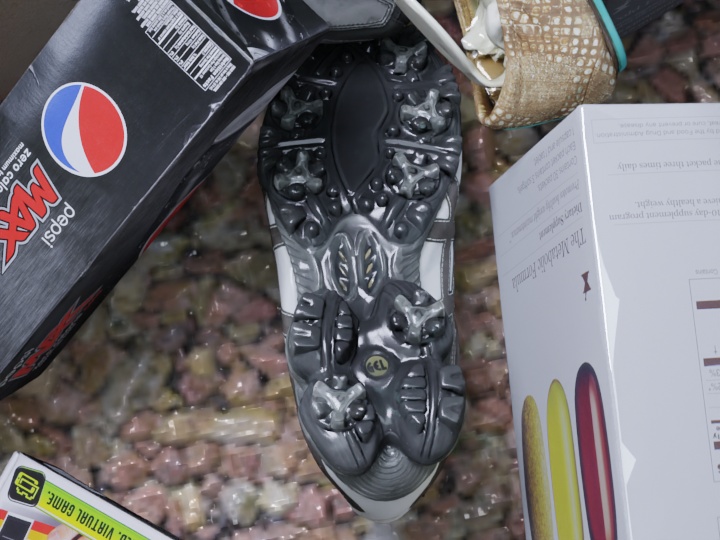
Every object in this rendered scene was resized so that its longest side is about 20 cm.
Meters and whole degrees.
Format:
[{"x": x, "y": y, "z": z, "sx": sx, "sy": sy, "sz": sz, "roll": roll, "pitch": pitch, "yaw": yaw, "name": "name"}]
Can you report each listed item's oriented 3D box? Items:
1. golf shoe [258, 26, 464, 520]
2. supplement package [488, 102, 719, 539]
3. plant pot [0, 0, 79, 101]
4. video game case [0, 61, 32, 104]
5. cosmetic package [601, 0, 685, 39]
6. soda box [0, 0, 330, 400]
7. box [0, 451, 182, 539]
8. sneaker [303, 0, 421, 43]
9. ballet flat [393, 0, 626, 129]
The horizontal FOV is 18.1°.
[{"x": 0.000, "y": 0.000, "z": 0.857, "sx": 0.077, "sy": 0.095, "sz": 0.201, "roll": 1, "pitch": 58, "yaw": 1, "name": "golf shoe"}, {"x": 0.122, "y": 0.050, "z": 0.815, "sx": 0.109, "sy": 0.114, "sz": 0.201, "roll": -2, "pitch": 77, "yaw": -14, "name": "supplement package"}, {"x": -0.195, "y": -0.162, "z": 0.804, "sx": 0.200, "sy": 0.177, "sz": 0.200, "roll": -42, "pitch": 84, "yaw": -4, "name": "plant pot"}, {"x": -0.155, "y": -0.136, "z": 0.900, "sx": 0.199, "sy": 0.026, "sz": 0.182, "roll": 4, "pitch": 83, "yaw": 1, "name": "video game case"}, {"x": 0.111, "y": -0.160, "z": 0.814, "sx": 0.107, "sy": 0.200, "sz": 0.090, "roll": -31, "pitch": 85, "yaw": -3, "name": "cosmetic package"}, {"x": -0.102, "y": -0.034, "z": 0.821, "sx": 0.063, "sy": 0.071, "sz": 0.200, "roll": 46, "pitch": 119, "yaw": 5, "name": "soda box"}, {"x": -0.070, "y": 0.158, "z": 0.825, "sx": 0.200, "sy": 0.035, "sz": 0.110, "roll": 25, "pitch": 83, "yaw": 26, "name": "box"}, {"x": -0.004, "y": -0.170, "z": 0.877, "sx": 0.090, "sy": 0.067, "sz": 0.201, "roll": 9, "pitch": 65, "yaw": -10, "name": "sneaker"}, {"x": 0.026, "y": -0.138, "z": 0.804, "sx": 0.065, "sy": 0.070, "sz": 0.200, "roll": -31, "pitch": 99, "yaw": -11, "name": "ballet flat"}]
